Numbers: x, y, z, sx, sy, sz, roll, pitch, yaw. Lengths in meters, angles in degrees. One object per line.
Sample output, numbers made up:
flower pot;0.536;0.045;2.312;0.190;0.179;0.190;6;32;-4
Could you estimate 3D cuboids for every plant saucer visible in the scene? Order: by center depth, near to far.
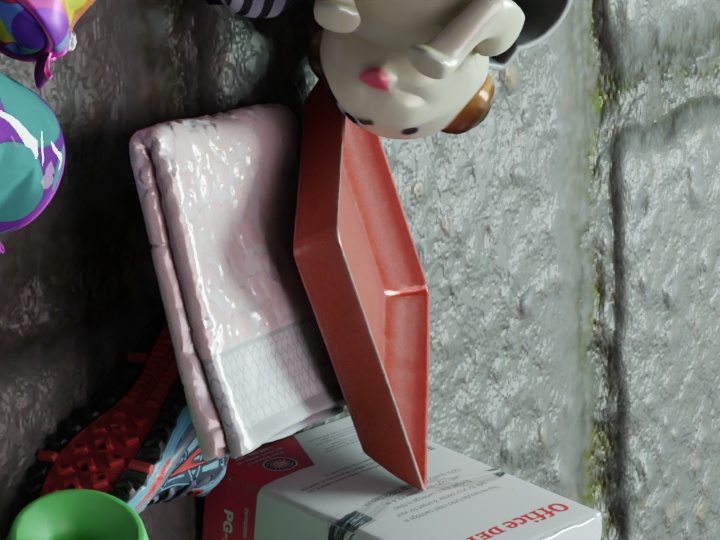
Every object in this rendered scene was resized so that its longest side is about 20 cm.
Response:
plant saucer;0.000;0.000;1.758;0.200;0.037;0.201;-88;164;-53

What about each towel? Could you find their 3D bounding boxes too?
towel;-0.063;0.002;1.679;0.200;0.032;0.192;-19;97;-70

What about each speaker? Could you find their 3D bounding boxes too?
speaker;-0.158;0.219;1.619;0.088;0.088;0.201;-35;143;-39

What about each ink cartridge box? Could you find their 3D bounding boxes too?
ink cartridge box;0.024;0.167;1.761;0.144;0.199;0.085;-16;118;-46

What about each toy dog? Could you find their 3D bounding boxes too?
toy dog;0.033;-0.171;1.666;0.194;0.139;0.201;-75;-177;-67

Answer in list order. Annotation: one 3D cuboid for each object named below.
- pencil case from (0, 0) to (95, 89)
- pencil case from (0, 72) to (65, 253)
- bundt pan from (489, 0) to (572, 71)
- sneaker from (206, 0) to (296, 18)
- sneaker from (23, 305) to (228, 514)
pencil case;-0.146;-0.196;1.583;0.200;0.088;0.089;-54;134;-26
pencil case;-0.242;-0.082;1.496;0.200;0.085;0.093;27;72;-49
bundt pan;0.054;-0.220;1.781;0.201;0.076;0.203;-18;126;-27
sneaker;-0.058;-0.247;1.676;0.074;0.087;0.201;14;92;-24
sneaker;-0.113;0.109;1.692;0.200;0.079;0.096;-51;134;-28
